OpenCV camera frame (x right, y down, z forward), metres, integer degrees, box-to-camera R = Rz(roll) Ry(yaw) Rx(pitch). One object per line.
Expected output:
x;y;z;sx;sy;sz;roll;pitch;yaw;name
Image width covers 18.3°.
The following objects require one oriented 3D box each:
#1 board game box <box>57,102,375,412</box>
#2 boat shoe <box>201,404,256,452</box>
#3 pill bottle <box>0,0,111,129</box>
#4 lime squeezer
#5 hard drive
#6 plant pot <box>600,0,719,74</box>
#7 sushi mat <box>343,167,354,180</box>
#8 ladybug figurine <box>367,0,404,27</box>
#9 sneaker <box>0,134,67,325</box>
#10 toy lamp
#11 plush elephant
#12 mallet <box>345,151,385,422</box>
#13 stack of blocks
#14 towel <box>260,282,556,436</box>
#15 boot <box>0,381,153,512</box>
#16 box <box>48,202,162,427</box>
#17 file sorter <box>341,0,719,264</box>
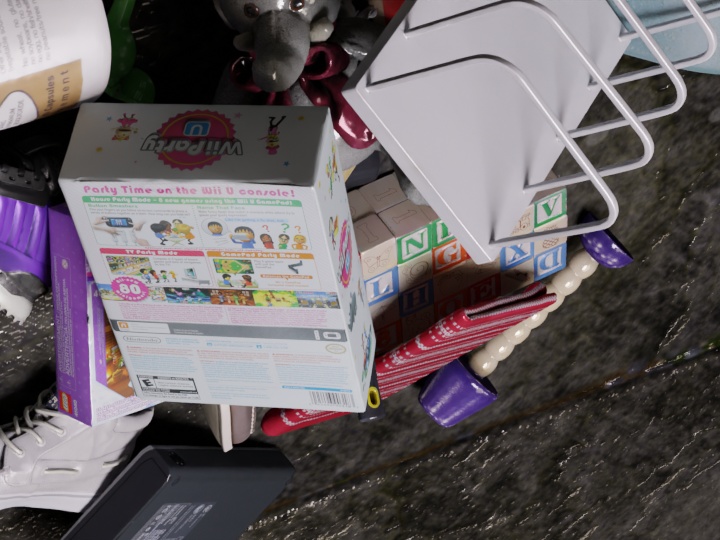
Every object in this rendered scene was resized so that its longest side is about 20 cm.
-0.077;-0.005;1.286;0.147;0.064;0.200;2;141;11;board game box
-0.089;0.048;1.568;0.059;0.072;0.200;-20;134;-16;boat shoe
-0.248;-0.121;1.225;0.199;0.114;0.115;-19;139;-22;pill bottle
-0.138;-0.132;1.378;0.071;0.038;0.200;-56;152;-31;lime squeezer
-0.142;0.188;1.657;0.140;0.033;0.200;-48;158;14;hard drive
0.242;-0.238;1.372;0.196;0.200;0.196;-48;148;-26;plant pot
-0.019;-0.055;1.429;0.200;0.012;0.096;-57;176;-16;sushi mat
0.073;-0.198;1.433;0.135;0.072;0.200;-21;140;-20;ladybug figurine
-0.229;-0.054;1.359;0.099;0.070;0.200;-42;147;-4;sneaker
0.126;0.044;1.743;0.200;0.058;0.058;-44;142;10;toy lamp
-0.034;-0.128;1.330;0.164;0.201;0.155;-14;145;18;plush elephant
0.000;0.000;1.517;0.066;0.201;0.041;-17;-177;-29;mallet
0.051;-0.019;1.615;0.199;0.059;0.115;-24;141;-16;stack of blocks
0.033;0.064;1.627;0.200;0.023;0.144;-31;170;31;towel
-0.231;0.112;1.532;0.200;0.074;0.096;7;120;-52;boot
-0.109;0.006;1.435;0.200;0.039;0.137;-18;117;-42;box
0.114;-0.128;1.279;0.139;0.124;0.200;50;55;-24;file sorter
